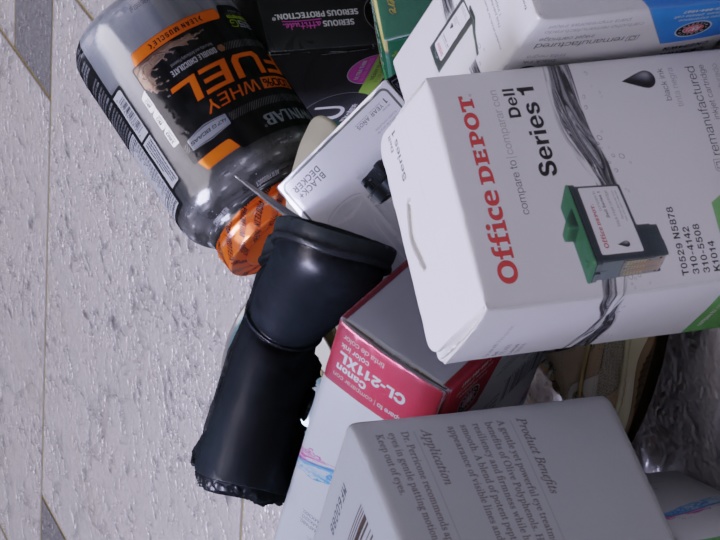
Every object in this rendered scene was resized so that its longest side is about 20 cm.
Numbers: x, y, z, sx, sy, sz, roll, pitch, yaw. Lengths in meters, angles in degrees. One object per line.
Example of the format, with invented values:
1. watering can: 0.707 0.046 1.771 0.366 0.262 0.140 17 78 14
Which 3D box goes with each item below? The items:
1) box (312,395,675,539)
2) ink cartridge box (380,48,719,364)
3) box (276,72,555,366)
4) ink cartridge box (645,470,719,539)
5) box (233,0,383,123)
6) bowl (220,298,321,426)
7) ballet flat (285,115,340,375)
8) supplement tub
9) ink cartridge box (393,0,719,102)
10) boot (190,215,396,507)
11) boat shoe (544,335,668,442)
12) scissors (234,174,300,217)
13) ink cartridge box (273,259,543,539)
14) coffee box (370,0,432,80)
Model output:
1. box: 0.078 0.212 1.537 0.201 0.170 0.200 106 151 -44
2. ink cartridge box: 0.128 -0.038 1.533 0.084 0.199 0.147 128 131 -61
3. box: 0.056 -0.020 1.730 0.200 0.060 0.117 48 120 4
4. ink cartridge box: 0.198 0.211 1.582 0.200 0.087 0.146 -162 67 -65
5. box: -0.053 -0.217 2.053 0.149 0.124 0.201 122 138 -58
6. bowl: -0.028 0.074 1.987 0.200 0.105 0.202 -25 56 42
7. ballet flat: -0.020 -0.001 1.815 0.069 0.069 0.201 13 118 67
8. supplement tub: -0.104 -0.103 1.911 0.200 0.122 0.123 55 150 16
9. ink cartridge box: 0.122 -0.142 1.594 0.200 0.145 0.085 125 132 -61
10. boot: -0.043 0.059 1.643 0.200 0.076 0.169 159 127 -78
11. boat shoe: 0.148 0.054 1.656 0.072 0.065 0.201 -50 -23 -55
12. scissors: 0.000 0.000 1.757 0.014 0.199 0.073 -41 37 29
13. ink cartridge box: 0.035 0.086 1.647 0.083 0.146 0.201 33 134 16
14. coffee box: 0.031 -0.169 1.858 0.200 0.044 0.124 79 180 -69
